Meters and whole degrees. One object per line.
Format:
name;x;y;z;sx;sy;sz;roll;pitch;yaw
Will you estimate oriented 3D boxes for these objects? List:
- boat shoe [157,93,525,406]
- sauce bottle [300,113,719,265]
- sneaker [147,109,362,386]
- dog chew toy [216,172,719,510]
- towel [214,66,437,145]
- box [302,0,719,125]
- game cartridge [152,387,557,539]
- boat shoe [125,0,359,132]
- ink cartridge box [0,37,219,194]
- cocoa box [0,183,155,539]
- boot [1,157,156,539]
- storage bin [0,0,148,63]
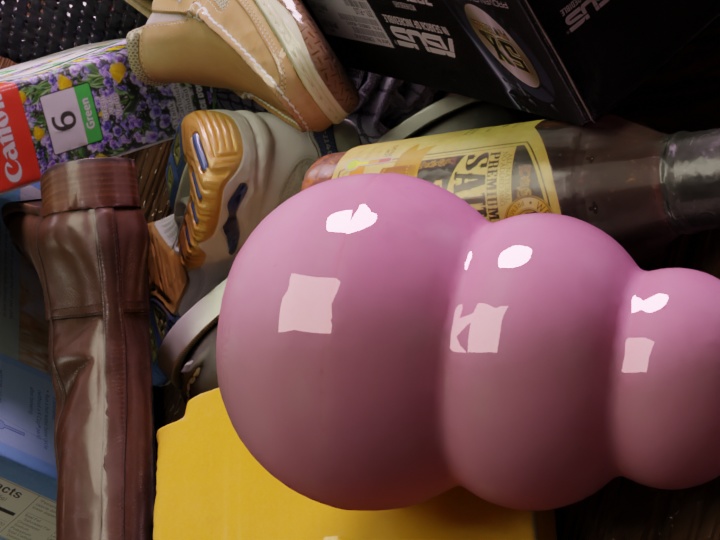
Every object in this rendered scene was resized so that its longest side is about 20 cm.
boat shoe;0.001;0.001;1.036;0.202;0.072;0.060;-42;62;13
sauce bottle;0.072;-0.029;0.924;0.200;0.066;0.066;-9;57;33
sneaker;-0.052;-0.004;1.106;0.200;0.088;0.075;121;140;-59
dog chew toy;0.052;0.032;0.860;0.199;0.125;0.125;7;66;15
towel;-0.006;-0.166;1.155;0.165;0.085;0.200;16;79;56
box;0.076;-0.153;0.974;0.164;0.086;0.200;-42;28;-17
game cartridge;-0.003;0.117;0.934;0.176;0.032;0.200;-20;49;23
boat shoe;-0.066;-0.104;1.051;0.076;0.072;0.200;-33;34;-5
ink cartridge box;-0.177;-0.065;1.122;0.109;0.200;0.051;-1;106;52
cocoa box;-0.191;0.061;1.192;0.131;0.133;0.200;-41;37;30
boot;-0.122;0.063;1.078;0.186;0.064;0.201;132;132;-79
storage bin;-0.128;-0.189;1.249;0.200;0.094;0.135;118;175;-66
